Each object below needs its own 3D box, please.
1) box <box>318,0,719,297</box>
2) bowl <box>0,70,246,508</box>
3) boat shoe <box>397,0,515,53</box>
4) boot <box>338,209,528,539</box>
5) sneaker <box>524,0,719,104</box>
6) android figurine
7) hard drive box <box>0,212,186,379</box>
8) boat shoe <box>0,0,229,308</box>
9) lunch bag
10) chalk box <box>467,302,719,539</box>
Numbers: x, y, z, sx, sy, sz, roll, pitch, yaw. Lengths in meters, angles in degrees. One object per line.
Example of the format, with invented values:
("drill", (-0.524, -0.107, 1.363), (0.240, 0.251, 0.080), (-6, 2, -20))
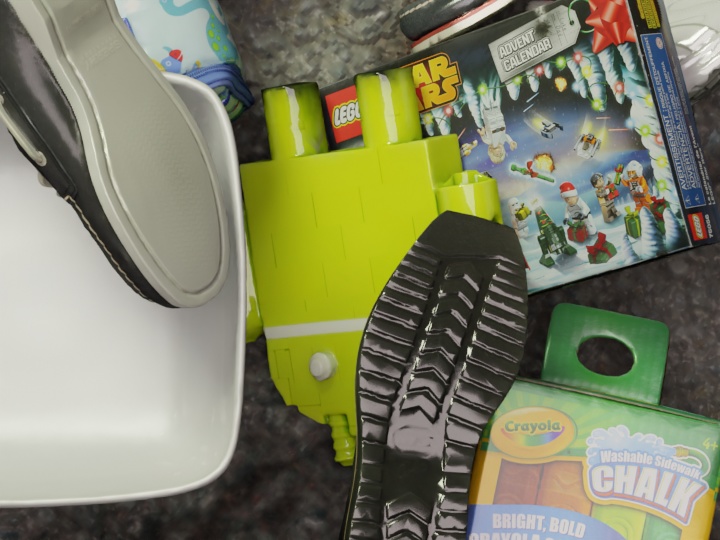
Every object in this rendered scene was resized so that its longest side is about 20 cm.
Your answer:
("box", (0.078, -0.055, 1.415), (0.199, 0.040, 0.138), (-18, 84, 37))
("bowl", (-0.150, 0.009, 1.295), (0.199, 0.075, 0.201), (-1, 86, 0))
("boat shoe", (0.093, -0.189, 1.460), (0.200, 0.071, 0.063), (-39, 99, -6))
("boot", (0.023, 0.078, 1.370), (0.077, 0.138, 0.201), (18, 78, -3))
("sneaker", (0.135, -0.116, 1.457), (0.200, 0.078, 0.099), (-41, 84, -3))
("android figurine", (0.000, 0.000, 1.430), (0.181, 0.041, 0.201), (-4, 94, 36))
("hard drive box", (-0.177, 0.019, 1.410), (0.199, 0.156, 0.077), (-8, 87, 1))
("boat shoe", (-0.126, -0.069, 1.237), (0.060, 0.074, 0.201), (-22, 102, 38))
("lunch bag", (-0.157, -0.081, 1.413), (0.199, 0.161, 0.083), (-22, 86, -2))
("chalk box", (0.111, 0.119, 1.416), (0.124, 0.124, 0.201), (11, 87, -1))
